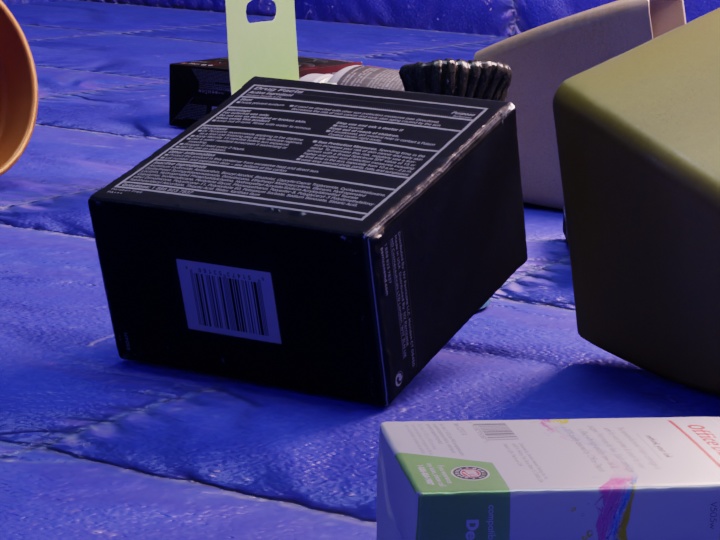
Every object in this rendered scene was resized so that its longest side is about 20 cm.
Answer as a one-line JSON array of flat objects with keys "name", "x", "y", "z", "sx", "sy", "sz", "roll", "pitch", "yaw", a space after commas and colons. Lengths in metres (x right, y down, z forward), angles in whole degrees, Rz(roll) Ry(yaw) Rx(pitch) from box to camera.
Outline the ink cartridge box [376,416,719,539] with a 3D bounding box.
[{"name": "ink cartridge box", "x": 0.113, "y": 0.110, "z": 0.946, "sx": 0.200, "sy": 0.067, "sz": 0.117, "roll": -1, "pitch": 11, "yaw": -8}]

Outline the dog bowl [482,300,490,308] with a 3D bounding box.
[{"name": "dog bowl", "x": 0.000, "y": 0.000, "z": 1.527, "sx": 0.200, "sy": 0.050, "sz": 0.111, "roll": -4, "pitch": 12, "yaw": -28}]

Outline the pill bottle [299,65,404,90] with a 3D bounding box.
[{"name": "pill bottle", "x": 0.025, "y": -0.141, "z": 2.083, "sx": 0.200, "sy": 0.111, "sz": 0.111, "roll": 11, "pitch": 14, "yaw": 38}]

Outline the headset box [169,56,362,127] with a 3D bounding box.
[{"name": "headset box", "x": -0.102, "y": -0.204, "z": 2.471, "sx": 0.149, "sy": 0.077, "sz": 0.200, "roll": 9, "pitch": 15, "yaw": 33}]

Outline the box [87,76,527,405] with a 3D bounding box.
[{"name": "box", "x": -0.026, "y": -0.024, "z": 1.346, "sx": 0.200, "sy": 0.123, "sz": 0.198, "roll": 9, "pitch": 32, "yaw": 29}]

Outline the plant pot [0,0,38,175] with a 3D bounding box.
[{"name": "plant pot", "x": -0.417, "y": -0.166, "z": 1.980, "sx": 0.140, "sy": 0.200, "sz": 0.200, "roll": -10, "pitch": 1, "yaw": 40}]

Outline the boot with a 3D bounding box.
[{"name": "boot", "x": 0.052, "y": -0.088, "z": 1.697, "sx": 0.079, "sy": 0.158, "sz": 0.211, "roll": 7, "pitch": 12, "yaw": 25}]

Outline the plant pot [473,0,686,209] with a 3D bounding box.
[{"name": "plant pot", "x": 0.212, "y": -0.152, "z": 2.014, "sx": 0.177, "sy": 0.200, "sz": 0.200, "roll": -6, "pitch": 8, "yaw": 18}]

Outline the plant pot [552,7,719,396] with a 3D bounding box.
[{"name": "plant pot", "x": 0.256, "y": -0.033, "z": 1.304, "sx": 0.200, "sy": 0.200, "sz": 0.176, "roll": -26, "pitch": 39, "yaw": -20}]

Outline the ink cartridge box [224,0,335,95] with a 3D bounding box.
[{"name": "ink cartridge box", "x": -0.070, "y": -0.163, "z": 1.946, "sx": 0.048, "sy": 0.200, "sz": 0.146, "roll": 4, "pitch": 11, "yaw": 23}]

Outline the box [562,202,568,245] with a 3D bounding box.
[{"name": "box", "x": 0.264, "y": -0.029, "z": 1.727, "sx": 0.193, "sy": 0.048, "sz": 0.200, "roll": 5, "pitch": 12, "yaw": 1}]
